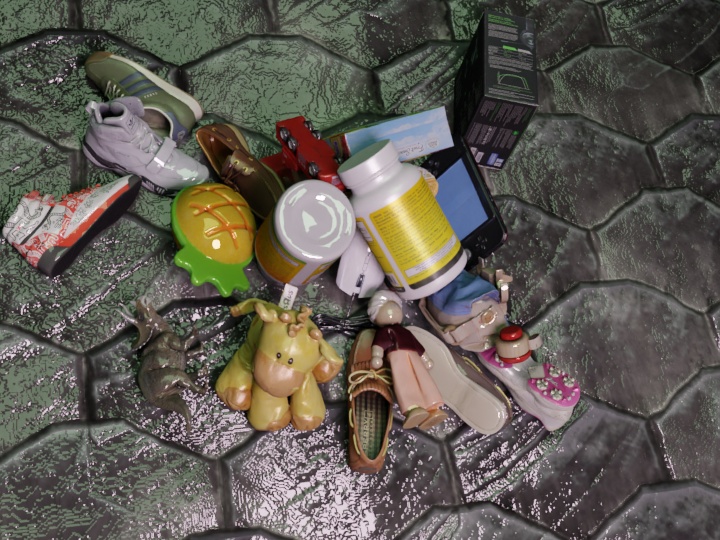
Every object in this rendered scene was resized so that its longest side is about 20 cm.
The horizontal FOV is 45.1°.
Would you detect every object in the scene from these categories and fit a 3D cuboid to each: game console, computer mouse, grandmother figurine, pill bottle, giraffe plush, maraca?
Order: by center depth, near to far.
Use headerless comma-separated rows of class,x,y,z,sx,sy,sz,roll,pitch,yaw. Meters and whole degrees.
giraffe plush,-0.095,0.109,1.121,0.170,0.162,0.203,4,83,-13
pill bottle,0.053,-0.071,1.179,0.112,0.112,0.201,-41,109,-29
grandmother figurine,0.059,0.116,1.187,0.121,0.060,0.202,23,40,-52
pill bottle,-0.086,-0.042,1.205,0.110,0.200,0.112,5,74,-17
maraca,-0.208,-0.046,1.228,0.136,0.107,0.201,21,40,-25
computer mouse,0.000,0.000,1.250,0.108,0.044,0.202,13,94,-8
game console,0.104,-0.092,1.341,0.118,0.172,0.202,2,58,-43

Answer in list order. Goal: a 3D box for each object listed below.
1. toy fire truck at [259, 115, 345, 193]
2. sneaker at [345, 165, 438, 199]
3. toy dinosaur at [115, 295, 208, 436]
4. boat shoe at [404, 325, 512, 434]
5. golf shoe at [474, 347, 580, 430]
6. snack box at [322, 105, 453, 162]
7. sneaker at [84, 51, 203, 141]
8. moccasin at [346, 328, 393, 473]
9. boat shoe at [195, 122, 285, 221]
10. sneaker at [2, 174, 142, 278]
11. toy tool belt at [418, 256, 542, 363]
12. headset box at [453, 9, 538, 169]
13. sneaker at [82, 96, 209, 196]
toy fire truck,-0.086,-0.146,1.280,0.048,0.142,0.200,-20,50,-23
sneaker,0.022,-0.097,1.319,0.198,0.088,0.076,-19,69,-4
toy dinosaur,-0.258,0.133,1.161,0.101,0.077,0.202,-12,70,-7
boat shoe,0.135,0.154,1.244,0.200,0.072,0.059,41,19,24
golf shoe,0.227,0.155,1.263,0.075,0.092,0.200,-26,48,-27
snack box,0.021,-0.190,1.319,0.167,0.200,0.068,-19,101,-19
sneaker,-0.350,-0.262,1.342,0.199,0.067,0.090,27,54,-3
moccasin,0.012,0.173,1.192,0.073,0.078,0.203,13,60,-7
boat shoe,-0.183,-0.145,1.306,0.201,0.072,0.067,51,28,22
sneaker,-0.412,-0.093,1.236,0.108,0.067,0.202,36,62,4
toy tool belt,0.162,0.044,1.222,0.124,0.200,0.124,-22,112,-21
headset box,0.222,-0.305,1.448,0.092,0.175,0.202,9,59,-8
sneaker,-0.318,-0.184,1.281,0.198,0.115,0.076,21,59,-3
